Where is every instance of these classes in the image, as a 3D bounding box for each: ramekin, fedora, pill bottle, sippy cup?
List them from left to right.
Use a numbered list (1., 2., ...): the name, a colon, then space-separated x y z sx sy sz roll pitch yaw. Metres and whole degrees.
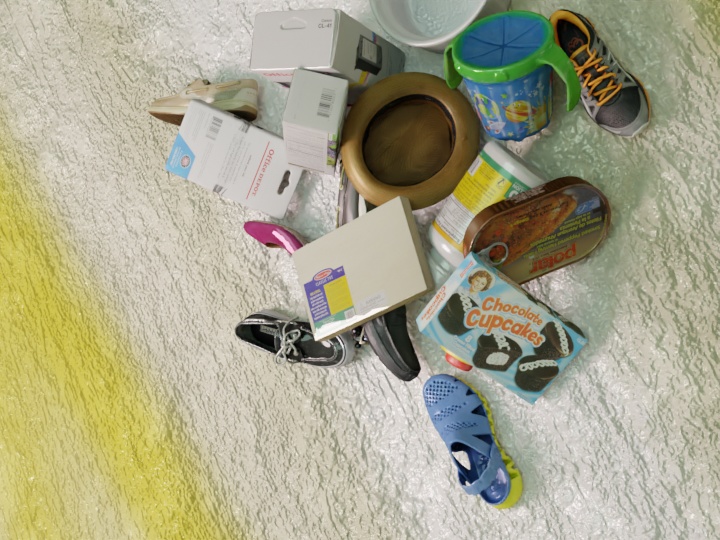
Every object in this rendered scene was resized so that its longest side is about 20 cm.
1. fedora: 0.068 -0.174 1.480 0.196 0.082 0.205 0 82 2
2. ramekin: 0.117 -0.402 1.481 0.197 0.097 0.205 -4 83 30
3. pill bottle: 0.160 -0.060 1.414 0.113 0.112 0.201 42 105 26
4. sippy cup: 0.197 -0.247 1.388 0.137 0.132 0.179 -23 40 -2

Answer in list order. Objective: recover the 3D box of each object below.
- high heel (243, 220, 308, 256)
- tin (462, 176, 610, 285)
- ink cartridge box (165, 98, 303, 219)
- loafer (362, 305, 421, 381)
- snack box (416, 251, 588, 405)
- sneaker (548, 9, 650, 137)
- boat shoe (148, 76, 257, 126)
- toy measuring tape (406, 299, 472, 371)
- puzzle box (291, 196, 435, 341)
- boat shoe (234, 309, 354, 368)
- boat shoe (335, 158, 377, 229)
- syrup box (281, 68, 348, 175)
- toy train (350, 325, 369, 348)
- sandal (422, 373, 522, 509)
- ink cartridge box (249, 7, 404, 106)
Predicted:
1. high heel: -0.102 -0.012 1.594 0.197 0.067 0.098 17 89 20
2. tin: 0.224 -0.048 1.354 0.197 0.042 0.114 -21 117 -6
3. ink cartridge box: -0.185 -0.170 1.627 0.197 0.067 0.118 24 98 -1
4. loafer: 0.035 0.057 1.475 0.070 0.068 0.203 -33 76 24
5. snack box: 0.182 0.076 1.356 0.117 0.198 0.037 -51 22 16
6. sneaker: 0.301 -0.256 1.372 0.078 0.077 0.202 -39 69 19
7. boat shoe: -0.252 -0.274 1.704 0.196 0.072 0.066 0 78 26
8. toy measuring tape: 0.116 0.081 1.452 0.198 0.073 0.075 32 101 28
9. puzzle box: 0.000 0.000 1.446 0.198 0.025 0.135 -25 73 31
10. boat shoe: -0.102 0.103 1.568 0.197 0.068 0.075 19 111 32
11. boat shoe: -0.005 -0.140 1.542 0.059 0.071 0.206 2 89 26
12. syrup box: -0.063 -0.205 1.493 0.080 0.200 0.080 13 79 1
13. toy train: 0.028 0.016 1.532 0.045 0.034 0.204 15 93 20
14. sandal: 0.142 0.225 1.414 0.079 0.087 0.202 -42 65 22
15. ink cartridge box: -0.045 -0.298 1.506 0.145 0.199 0.088 4 86 31
